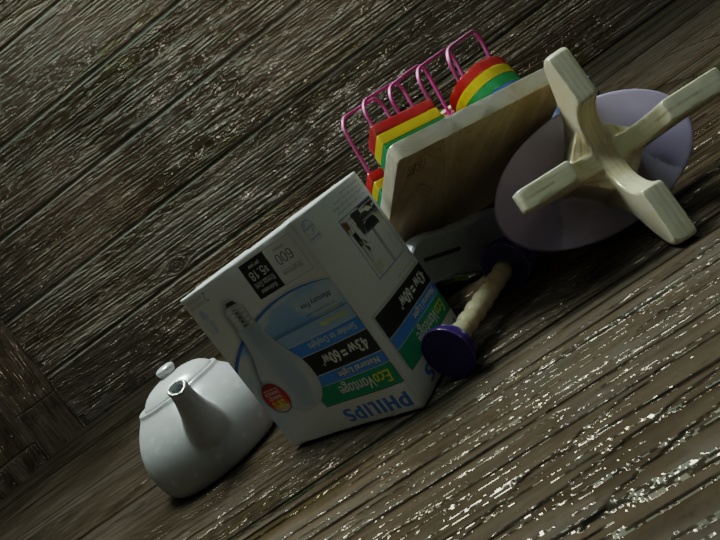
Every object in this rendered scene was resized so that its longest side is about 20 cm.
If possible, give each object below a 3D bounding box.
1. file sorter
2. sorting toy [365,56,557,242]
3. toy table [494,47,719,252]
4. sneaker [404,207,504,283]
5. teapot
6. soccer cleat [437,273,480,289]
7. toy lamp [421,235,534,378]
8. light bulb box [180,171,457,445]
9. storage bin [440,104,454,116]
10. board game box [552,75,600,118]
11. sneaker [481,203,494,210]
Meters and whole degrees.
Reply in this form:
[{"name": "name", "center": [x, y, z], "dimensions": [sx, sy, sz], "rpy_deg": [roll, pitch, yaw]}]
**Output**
[{"name": "file sorter", "center": [0.092, -0.217, 0.799], "dimensions": [0.199, 0.126, 0.139], "rpy_deg": [-21, 17, 40]}, {"name": "sorting toy", "center": [0.095, -0.122, 0.609], "dimensions": [0.198, 0.070, 0.200], "rpy_deg": [-29, -21, -14]}, {"name": "toy table", "center": [0.216, -0.097, 0.516], "dimensions": [0.200, 0.184, 0.117], "rpy_deg": [-44, -10, 6]}, {"name": "sneaker", "center": [0.114, -0.028, 0.658], "dimensions": [0.198, 0.074, 0.071], "rpy_deg": [-10, 2, -31]}, {"name": "teapot", "center": [-0.219, 0.185, 0.766], "dimensions": [0.199, 0.147, 0.197], "rpy_deg": [-33, 7, 25]}, {"name": "soccer cleat", "center": [0.106, -0.007, 0.786], "dimensions": [0.199, 0.065, 0.084], "rpy_deg": [-33, 12, 31]}, {"name": "toy lamp", "center": [0.124, 0.021, 0.564], "dimensions": [0.058, 0.058, 0.200], "rpy_deg": [-29, 11, 42]}, {"name": "light bulb box", "center": [-0.038, 0.047, 0.584], "dimensions": [0.198, 0.201, 0.125], "rpy_deg": [-30, 11, 40]}, {"name": "storage bin", "center": [0.191, -0.180, 0.967], "dimensions": [0.094, 0.201, 0.198], "rpy_deg": [-41, 9, -22]}, {"name": "board game box", "center": [0.246, -0.143, 0.724], "dimensions": [0.034, 0.136, 0.200], "rpy_deg": [-38, 8, -15]}, {"name": "sneaker", "center": [0.151, -0.097, 0.779], "dimensions": [0.060, 0.199, 0.105], "rpy_deg": [-6, 55, 51]}]
